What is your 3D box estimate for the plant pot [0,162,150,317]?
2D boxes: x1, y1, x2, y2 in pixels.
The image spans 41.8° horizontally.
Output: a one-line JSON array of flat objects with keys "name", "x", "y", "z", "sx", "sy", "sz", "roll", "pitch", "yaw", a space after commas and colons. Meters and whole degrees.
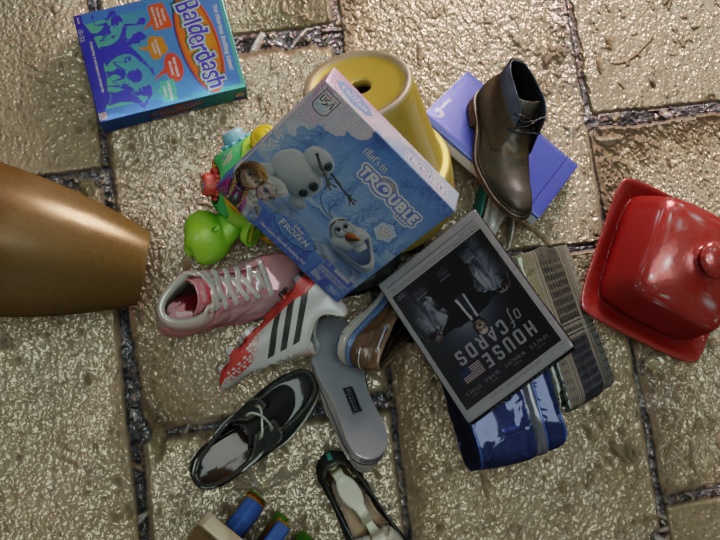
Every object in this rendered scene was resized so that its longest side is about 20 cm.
[{"name": "plant pot", "x": -0.362, "y": -0.020, "z": 1.145, "sx": 0.198, "sy": 0.186, "sz": 0.189, "roll": 11, "pitch": 79, "yaw": -15}]

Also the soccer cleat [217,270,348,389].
[{"name": "soccer cleat", "x": -0.098, "y": 0.088, "z": 1.165, "sx": 0.085, "sy": 0.069, "sz": 0.200, "roll": 43, "pitch": 104, "yaw": 0}]

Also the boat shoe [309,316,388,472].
[{"name": "boat shoe", "x": -0.017, "y": 0.156, "z": 1.186, "sx": 0.071, "sy": 0.066, "sz": 0.201, "roll": -14, "pitch": 60, "yaw": -20}]

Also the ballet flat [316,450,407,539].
[{"name": "ballet flat", "x": 0.006, "y": 0.314, "z": 1.159, "sx": 0.068, "sy": 0.068, "sz": 0.201, "roll": -34, "pitch": 85, "yaw": -8}]

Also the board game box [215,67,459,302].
[{"name": "board game box", "x": -0.028, "y": -0.088, "z": 1.060, "sx": 0.200, "sy": 0.044, "sz": 0.199, "roll": 43, "pitch": 123, "yaw": -15}]

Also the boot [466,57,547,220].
[{"name": "boot", "x": 0.189, "y": -0.167, "z": 1.177, "sx": 0.074, "sy": 0.097, "sz": 0.202, "roll": 1, "pitch": 59, "yaw": -25}]

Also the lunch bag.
[{"name": "lunch bag", "x": 0.174, "y": 0.137, "z": 1.170, "sx": 0.131, "sy": 0.136, "sz": 0.202, "roll": -15, "pitch": 81, "yaw": -7}]

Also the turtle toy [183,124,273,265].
[{"name": "turtle toy", "x": -0.152, "y": -0.096, "z": 1.193, "sx": 0.100, "sy": 0.146, "sz": 0.202, "roll": 21, "pitch": 77, "yaw": 21}]

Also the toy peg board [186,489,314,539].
[{"name": "toy peg board", "x": -0.091, "y": 0.330, "z": 1.094, "sx": 0.199, "sy": 0.199, "sz": 0.098, "roll": 38, "pitch": 64, "yaw": 3}]

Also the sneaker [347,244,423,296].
[{"name": "sneaker", "x": 0.000, "y": 0.000, "z": 1.215, "sx": 0.200, "sy": 0.076, "sz": 0.091, "roll": -41, "pitch": 92, "yaw": -8}]

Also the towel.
[{"name": "towel", "x": 0.249, "y": 0.066, "z": 1.175, "sx": 0.034, "sy": 0.192, "sz": 0.202, "roll": -21, "pitch": 84, "yaw": 30}]

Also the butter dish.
[{"name": "butter dish", "x": 0.411, "y": -0.007, "z": 1.196, "sx": 0.198, "sy": 0.148, "sz": 0.201, "roll": 25, "pitch": 77, "yaw": -13}]

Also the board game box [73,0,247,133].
[{"name": "board game box", "x": -0.264, "y": -0.283, "z": 1.254, "sx": 0.198, "sy": 0.045, "sz": 0.154, "roll": -16, "pitch": 82, "yaw": -8}]

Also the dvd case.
[{"name": "dvd case", "x": 0.131, "y": 0.052, "z": 1.094, "sx": 0.150, "sy": 0.025, "sz": 0.201, "roll": -38, "pitch": 68, "yaw": 10}]

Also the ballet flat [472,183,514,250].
[{"name": "ballet flat", "x": 0.162, "y": -0.026, "z": 1.237, "sx": 0.069, "sy": 0.069, "sz": 0.202, "roll": 22, "pitch": 76, "yaw": 0}]

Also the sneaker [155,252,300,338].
[{"name": "sneaker", "x": -0.164, "y": 0.028, "z": 1.179, "sx": 0.198, "sy": 0.105, "sz": 0.076, "roll": -21, "pitch": 80, "yaw": -9}]

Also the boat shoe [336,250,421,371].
[{"name": "boat shoe", "x": 0.058, "y": 0.056, "z": 1.181, "sx": 0.072, "sy": 0.073, "sz": 0.200, "roll": 23, "pitch": 59, "yaw": 34}]

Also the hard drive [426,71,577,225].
[{"name": "hard drive", "x": 0.184, "y": -0.166, "z": 1.253, "sx": 0.200, "sy": 0.025, "sz": 0.132, "roll": 41, "pitch": 51, "yaw": 3}]

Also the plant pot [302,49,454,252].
[{"name": "plant pot", "x": 0.011, "y": -0.151, "z": 1.142, "sx": 0.198, "sy": 0.190, "sz": 0.202, "roll": -5, "pitch": 48, "yaw": 6}]

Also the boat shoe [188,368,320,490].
[{"name": "boat shoe", "x": -0.128, "y": 0.198, "z": 1.171, "sx": 0.200, "sy": 0.068, "sz": 0.072, "roll": -40, "pitch": 84, "yaw": -11}]
